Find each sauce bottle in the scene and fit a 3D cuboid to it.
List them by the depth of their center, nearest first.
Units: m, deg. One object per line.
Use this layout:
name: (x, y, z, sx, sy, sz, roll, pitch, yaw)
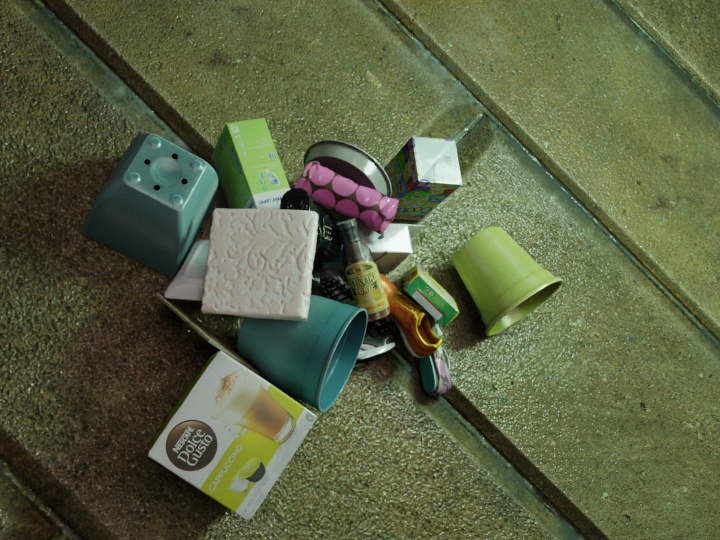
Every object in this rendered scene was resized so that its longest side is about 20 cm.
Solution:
sauce bottle: (0.000, 0.000, 1.545, 0.066, 0.066, 0.200, -25, 100, -29)

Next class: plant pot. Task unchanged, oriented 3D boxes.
plant pot: (-0.113, 0.129, 1.450, 0.188, 0.200, 0.200, 21, 60, 13)
plant pot: (-0.377, -0.139, 1.477, 0.196, 0.200, 0.196, 28, 62, -11)
plant pot: (0.302, 0.010, 1.728, 0.200, 0.200, 0.184, -24, 70, -29)

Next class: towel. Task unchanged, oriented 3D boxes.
towel: (-0.175, -0.012, 1.397, 0.191, 0.032, 0.200, 2, 72, 7)

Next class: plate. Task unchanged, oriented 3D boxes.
plate: (-0.241, -0.006, 1.482, 0.200, 0.032, 0.200, 5, 31, 5)

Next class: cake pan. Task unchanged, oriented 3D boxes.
cake pan: (-0.034, -0.180, 1.638, 0.200, 0.200, 0.037, 34, 57, -7)

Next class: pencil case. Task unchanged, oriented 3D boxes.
pencil case: (-0.026, -0.143, 1.575, 0.200, 0.091, 0.094, 28, 17, 5)

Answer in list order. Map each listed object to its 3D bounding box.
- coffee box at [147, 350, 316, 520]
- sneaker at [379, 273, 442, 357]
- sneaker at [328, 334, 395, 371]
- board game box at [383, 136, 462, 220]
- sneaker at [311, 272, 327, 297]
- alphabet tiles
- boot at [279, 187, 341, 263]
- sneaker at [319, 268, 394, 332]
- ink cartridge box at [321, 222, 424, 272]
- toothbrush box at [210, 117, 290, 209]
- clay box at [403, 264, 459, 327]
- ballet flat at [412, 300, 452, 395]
coffee box: (-0.220, 0.269, 1.353, 0.198, 0.200, 0.200, 35, 79, -6)
sneaker: (0.092, 0.080, 1.600, 0.200, 0.077, 0.073, 51, 43, 1)
sneaker: (-0.025, 0.148, 1.584, 0.200, 0.080, 0.086, -12, 74, -28)
board game box: (0.119, -0.192, 1.708, 0.103, 0.200, 0.105, 1, 70, -23)
sneaker: (-0.130, 0.033, 1.562, 0.200, 0.116, 0.076, -12, 75, -26)
alphabet tiles: (-0.281, 0.106, 1.426, 0.200, 0.167, 0.008, 34, 82, 35)
boot: (-0.097, -0.036, 1.501, 0.079, 0.158, 0.211, 1, 70, 19)
sneaker: (-0.004, 0.042, 1.630, 0.200, 0.066, 0.091, 37, 47, -28)
ink cartridge box: (0.029, -0.046, 1.661, 0.200, 0.116, 0.067, 0, 69, -22)
toothbrush box: (-0.216, -0.179, 1.592, 0.086, 0.146, 0.200, -13, 75, -27)
clay box: (0.144, 0.048, 1.660, 0.115, 0.200, 0.048, 43, 96, -2)
ballet flat: (0.147, 0.161, 1.665, 0.071, 0.069, 0.200, -1, 72, -42)
